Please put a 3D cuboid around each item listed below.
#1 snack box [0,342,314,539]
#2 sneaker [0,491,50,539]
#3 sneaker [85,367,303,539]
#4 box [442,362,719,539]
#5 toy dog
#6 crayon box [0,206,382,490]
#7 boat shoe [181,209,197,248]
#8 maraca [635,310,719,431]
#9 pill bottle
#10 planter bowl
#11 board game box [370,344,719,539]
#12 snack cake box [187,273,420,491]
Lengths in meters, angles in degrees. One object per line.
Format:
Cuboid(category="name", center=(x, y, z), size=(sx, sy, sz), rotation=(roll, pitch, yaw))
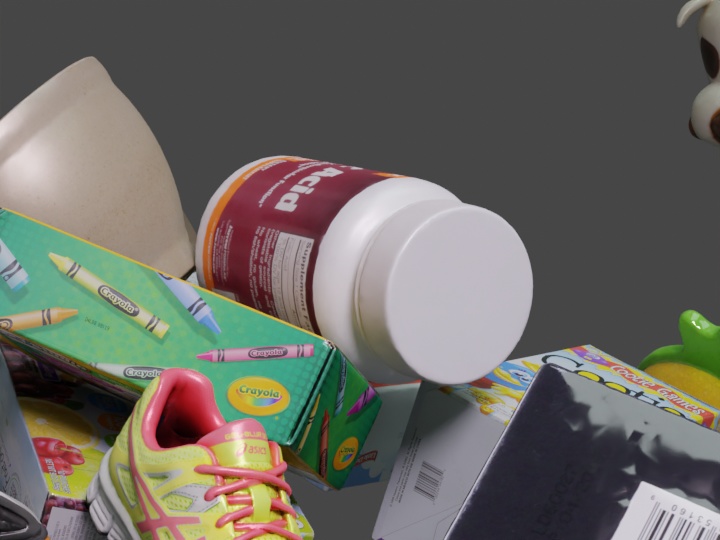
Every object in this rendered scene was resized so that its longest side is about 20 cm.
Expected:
Cuboid(category="snack box", center=(-0.119, 0.107, 1.144), size=(0.142, 0.053, 0.200), rotation=(13, 16, -21))
Cuboid(category="sneaker", center=(-0.231, 0.110, 0.926), size=(0.199, 0.076, 0.092), rotation=(3, 6, -1))
Cuboid(category="sneaker", center=(-0.060, 0.115, 0.961), size=(0.078, 0.091, 0.200), rotation=(3, 28, -40))
Cuboid(category="box", center=(0.143, 0.169, 0.903), size=(0.199, 0.124, 0.199), rotation=(22, -27, 20))
Cuboid(category="toy dog", center=(0.508, -0.261, 2.871), size=(0.193, 0.201, 0.139), rotation=(13, -2, -26))
Cuboid(category="crayon box", center=(-0.098, 0.041, 1.103), size=(0.199, 0.058, 0.119), rotation=(22, -10, 17))
Cuboid(category="boat shoe", center=(-0.181, -0.046, 1.585), size=(0.068, 0.072, 0.200), rotation=(10, 16, -29))
Cuboid(category="maraca", center=(0.232, 0.097, 1.365), size=(0.137, 0.200, 0.107), rotation=(38, 64, 14))
Cuboid(category="pill bottle", center=(0.000, 0.000, 1.206), size=(0.114, 0.115, 0.200), rotation=(7, 4, -34))
Cuboid(category="planter bowl", center=(-0.180, -0.010, 1.278), size=(0.135, 0.200, 0.200), rotation=(43, 16, -1))
Cuboid(category="board game box", center=(0.114, 0.119, 1.259), size=(0.103, 0.105, 0.200), rotation=(26, 18, 29))
Cuboid(category="snack cake box", center=(-0.049, 0.062, 1.358), size=(0.200, 0.068, 0.115), rotation=(28, 16, 34))
